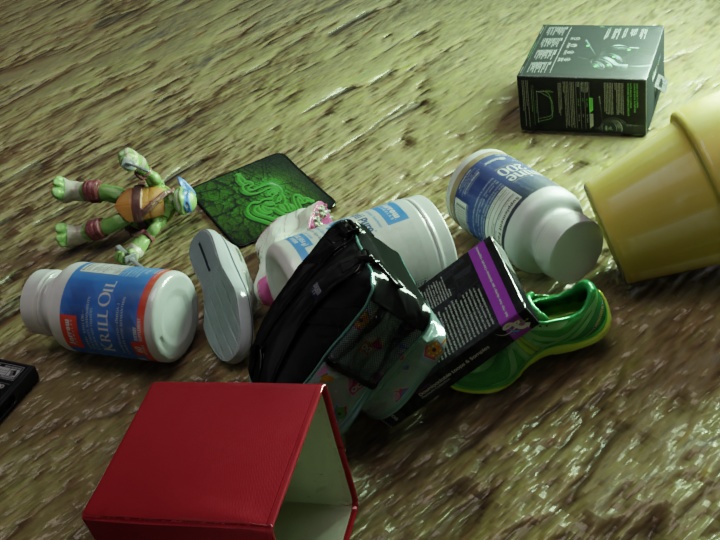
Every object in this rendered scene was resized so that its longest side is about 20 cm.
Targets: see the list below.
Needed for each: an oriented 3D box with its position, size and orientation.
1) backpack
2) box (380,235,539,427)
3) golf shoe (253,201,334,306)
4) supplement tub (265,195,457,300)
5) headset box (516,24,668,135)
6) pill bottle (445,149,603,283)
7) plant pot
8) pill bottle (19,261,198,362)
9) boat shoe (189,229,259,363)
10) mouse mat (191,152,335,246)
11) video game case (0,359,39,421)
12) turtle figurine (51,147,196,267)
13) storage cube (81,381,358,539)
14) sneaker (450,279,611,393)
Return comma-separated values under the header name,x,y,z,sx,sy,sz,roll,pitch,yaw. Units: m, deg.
name,x,y,z,sx,sy,sz,roll,pitch,yaw
backpack,-0.020,0.073,1.185,0.200,0.153,0.176,-46,32,10
box,0.089,0.065,1.248,0.200,0.036,0.143,-36,33,14
golf shoe,-0.100,-0.015,1.465,0.091,0.075,0.200,-7,28,26
supplement tub,0.000,0.000,1.345,0.200,0.132,0.132,-21,36,-18
headset box,0.349,-0.284,1.676,0.199,0.093,0.174,4,38,21
pill bottle,0.202,-0.065,1.401,0.111,0.111,0.200,-26,38,-19
plant pot,0.371,-0.079,1.323,0.188,0.201,0.201,-25,34,10
pill bottle,-0.309,0.048,1.391,0.199,0.112,0.112,4,38,22
boat shoe,-0.154,0.030,1.405,0.074,0.067,0.200,-42,49,30
mouse mat,-0.145,-0.106,1.647,0.161,0.008,0.200,-25,39,-18
video game case,-0.517,0.165,1.363,0.199,0.026,0.181,8,39,23
turtle figurine,-0.335,-0.086,1.557,0.193,0.144,0.200,-5,32,16
storage cube,-0.119,0.221,1.051,0.179,0.171,0.200,-1,37,17
sneaker,0.175,0.066,1.246,0.200,0.084,0.074,-26,38,-5
